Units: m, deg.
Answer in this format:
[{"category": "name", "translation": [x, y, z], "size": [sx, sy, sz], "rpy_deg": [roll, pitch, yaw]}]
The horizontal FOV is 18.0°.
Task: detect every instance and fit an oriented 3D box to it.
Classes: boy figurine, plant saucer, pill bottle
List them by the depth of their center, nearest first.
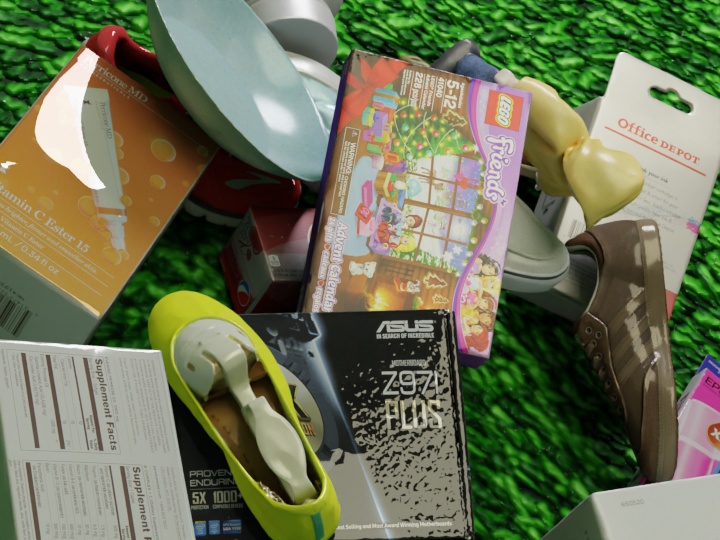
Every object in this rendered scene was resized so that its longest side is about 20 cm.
[{"category": "plant saucer", "translation": [-0.097, -0.137, 1.625], "size": [0.201, 0.039, 0.202], "rpy_deg": [46, 20, -22]}, {"category": "boy figurine", "translation": [0.135, -0.094, 1.703], "size": [0.064, 0.125, 0.200], "rpy_deg": [-38, 52, -13]}, {"category": "pill bottle", "translation": [-0.072, -0.248, 1.798], "size": [0.111, 0.112, 0.201], "rpy_deg": [8, 52, -26]}]

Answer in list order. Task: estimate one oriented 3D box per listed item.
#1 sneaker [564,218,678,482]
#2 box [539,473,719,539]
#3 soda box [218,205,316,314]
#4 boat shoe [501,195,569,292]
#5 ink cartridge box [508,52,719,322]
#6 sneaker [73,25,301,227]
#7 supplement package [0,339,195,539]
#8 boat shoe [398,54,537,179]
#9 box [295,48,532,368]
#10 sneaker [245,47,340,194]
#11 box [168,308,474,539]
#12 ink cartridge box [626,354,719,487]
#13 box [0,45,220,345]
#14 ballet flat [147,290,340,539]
[{"category": "sneaker", "translation": [0.197, 0.063, 1.705], "size": [0.075, 0.070, 0.202], "rpy_deg": [-5, 74, 8]}, {"category": "box", "translation": [0.241, 0.255, 1.561], "size": [0.198, 0.131, 0.200], "rpy_deg": [-5, 64, -28]}, {"category": "soda box", "translation": [0.000, 0.000, 1.682], "size": [0.198, 0.064, 0.070], "rpy_deg": [2, 53, -31]}, {"category": "boat shoe", "translation": [0.078, -0.063, 1.674], "size": [0.201, 0.086, 0.075], "rpy_deg": [32, 44, -4]}, {"category": "ink cartridge box", "translation": [0.207, -0.056, 1.790], "size": [0.116, 0.067, 0.201], "rpy_deg": [25, 76, -14]}, {"category": "sneaker", "translation": [-0.126, -0.106, 1.672], "size": [0.199, 0.085, 0.077], "rpy_deg": [33, 46, -4]}, {"category": "supplement package", "translation": [-0.189, 0.160, 1.344], "size": [0.110, 0.200, 0.157], "rpy_deg": [6, 53, -28]}, {"category": "boat shoe", "translation": [0.110, -0.120, 1.822], "size": [0.198, 0.069, 0.072], "rpy_deg": [13, 9, -24]}, {"category": "box", "translation": [0.038, -0.044, 1.600], "size": [0.136, 0.039, 0.202], "rpy_deg": [12, 74, -8]}, {"category": "sneaker", "translation": [-0.034, -0.102, 1.734], "size": [0.199, 0.074, 0.082], "rpy_deg": [23, 44, -13]}, {"category": "box", "translation": [-0.032, 0.118, 1.494], "size": [0.198, 0.086, 0.165], "rpy_deg": [-1, 62, -6]}, {"category": "ink cartridge box", "translation": [0.277, 0.144, 1.761], "size": [0.094, 0.037, 0.200], "rpy_deg": [39, 43, 1]}, {"category": "box", "translation": [-0.202, -0.038, 1.564], "size": [0.124, 0.098, 0.201], "rpy_deg": [34, 45, -5]}, {"category": "ballet flat", "translation": [-0.072, 0.082, 1.422], "size": [0.066, 0.067, 0.201], "rpy_deg": [-27, 67, -12]}]
